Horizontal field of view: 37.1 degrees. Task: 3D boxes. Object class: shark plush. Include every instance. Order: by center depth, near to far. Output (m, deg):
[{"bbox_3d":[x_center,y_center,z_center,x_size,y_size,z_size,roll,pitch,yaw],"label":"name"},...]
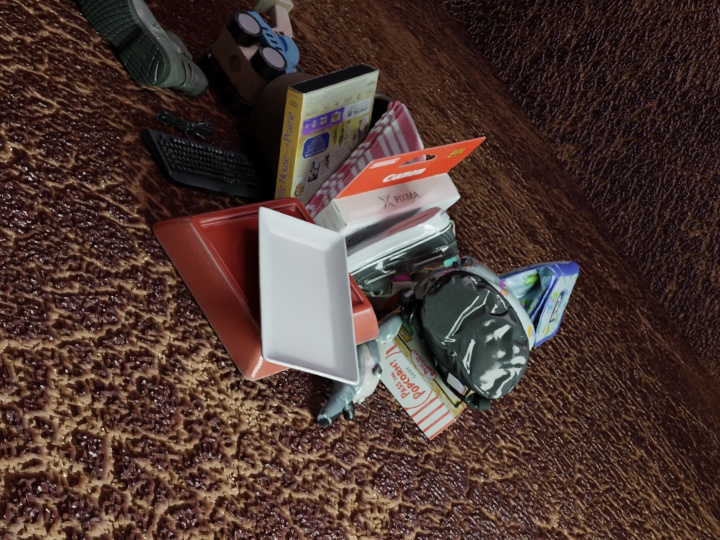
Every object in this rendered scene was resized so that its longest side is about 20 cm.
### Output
[{"bbox_3d":[-0.023,0.111,1.184,0.083,0.091,0.200,27,44,-4],"label":"shark plush"}]

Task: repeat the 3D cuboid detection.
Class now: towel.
[{"bbox_3d":[0.009,-0.104,1.373,0.030,0.200,0.146,33,-15,30],"label":"towel"}]

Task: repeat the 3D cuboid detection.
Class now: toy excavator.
[{"bbox_3d":[-0.141,-0.332,1.577,0.200,0.100,0.195,-16,68,-53],"label":"toy excavator"}]

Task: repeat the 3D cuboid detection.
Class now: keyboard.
[{"bbox_3d":[-0.195,-0.146,1.305,0.127,0.021,0.200,56,20,18],"label":"keyboard"}]

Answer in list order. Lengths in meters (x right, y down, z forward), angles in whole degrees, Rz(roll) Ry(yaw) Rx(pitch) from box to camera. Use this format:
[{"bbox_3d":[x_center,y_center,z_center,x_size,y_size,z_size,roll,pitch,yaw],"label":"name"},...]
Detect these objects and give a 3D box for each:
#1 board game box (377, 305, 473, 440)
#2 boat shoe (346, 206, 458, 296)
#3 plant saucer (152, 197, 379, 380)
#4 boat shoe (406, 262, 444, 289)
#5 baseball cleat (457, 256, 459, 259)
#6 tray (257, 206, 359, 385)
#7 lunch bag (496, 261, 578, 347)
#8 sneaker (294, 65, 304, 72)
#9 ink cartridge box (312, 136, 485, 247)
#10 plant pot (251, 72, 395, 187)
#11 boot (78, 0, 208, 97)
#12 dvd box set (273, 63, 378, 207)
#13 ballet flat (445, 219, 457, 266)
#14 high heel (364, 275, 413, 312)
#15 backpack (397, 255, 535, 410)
[{"bbox_3d":[0.081,0.116,1.367,0.152,0.046,0.200,51,20,5],"label":"board game box"},{"bbox_3d":[0.021,-0.002,1.253,0.071,0.200,0.072,64,10,-11],"label":"boat shoe"},{"bbox_3d":[-0.089,0.003,1.130,0.200,0.037,0.200,-16,64,-45],"label":"plant saucer"},{"bbox_3d":[0.086,-0.009,1.475,0.200,0.072,0.072,89,-5,-48],"label":"boat shoe"},{"bbox_3d":[0.087,-0.061,1.677,0.200,0.070,0.106,46,19,-5],"label":"baseball cleat"},{"bbox_3d":[-0.059,0.027,1.085,0.107,0.022,0.200,18,44,-25],"label":"tray"},{"bbox_3d":[0.224,0.056,1.556,0.128,0.200,0.170,52,19,11],"label":"lunch bag"},{"bbox_3d":[-0.088,-0.259,1.653,0.200,0.071,0.083,45,2,-19],"label":"sneaker"},{"bbox_3d":[0.045,-0.085,1.281,0.200,0.174,0.044,-17,75,-41],"label":"ink cartridge box"},{"bbox_3d":[-0.059,-0.182,1.453,0.200,0.200,0.174,26,13,-48],"label":"plant pot"},{"bbox_3d":[-0.280,-0.309,1.380,0.200,0.068,0.131,59,16,7],"label":"boot"},{"bbox_3d":[-0.045,-0.143,1.313,0.029,0.200,0.146,28,36,28],"label":"dvd box set"},{"bbox_3d":[0.102,-0.074,1.612,0.067,0.070,0.200,97,-18,-55],"label":"ballet flat"},{"bbox_3d":[0.000,0.000,1.385,0.096,0.067,0.200,52,17,18],"label":"high heel"},{"bbox_3d":[0.128,0.061,1.269,0.167,0.126,0.200,58,1,-6],"label":"backpack"}]
